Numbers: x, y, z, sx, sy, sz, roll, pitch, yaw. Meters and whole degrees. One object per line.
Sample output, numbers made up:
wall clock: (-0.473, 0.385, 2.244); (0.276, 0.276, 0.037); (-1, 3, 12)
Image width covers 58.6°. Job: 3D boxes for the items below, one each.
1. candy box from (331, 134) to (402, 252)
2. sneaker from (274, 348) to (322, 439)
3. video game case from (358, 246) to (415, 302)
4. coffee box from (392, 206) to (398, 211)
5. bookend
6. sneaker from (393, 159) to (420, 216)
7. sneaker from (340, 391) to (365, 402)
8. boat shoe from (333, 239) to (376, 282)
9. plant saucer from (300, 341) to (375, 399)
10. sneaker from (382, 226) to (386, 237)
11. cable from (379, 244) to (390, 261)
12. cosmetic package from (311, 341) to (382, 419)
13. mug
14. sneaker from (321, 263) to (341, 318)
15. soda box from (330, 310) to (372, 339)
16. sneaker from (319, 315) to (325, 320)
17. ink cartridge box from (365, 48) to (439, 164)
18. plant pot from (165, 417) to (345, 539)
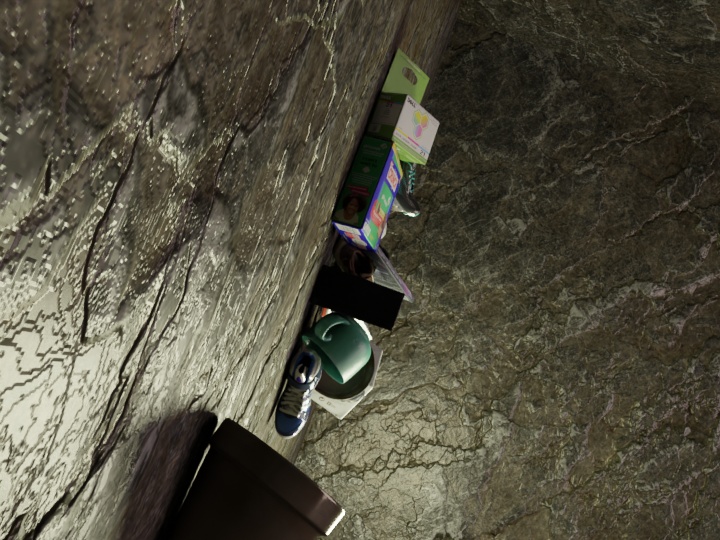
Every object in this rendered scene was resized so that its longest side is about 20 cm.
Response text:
candy box: (0.020, -0.160, 1.373); (0.169, 0.077, 0.200); (53, 54, -71)
sneaker: (-0.148, 0.273, 1.457); (0.147, 0.080, 0.200); (84, 27, -65)
video game case: (0.045, -0.007, 1.619); (0.019, 0.200, 0.143); (-44, -151, -16)
coffee box: (0.073, -0.224, 1.751); (0.200, 0.113, 0.080); (88, 9, -84)
bookend: (-0.019, 0.060, 1.518); (0.200, 0.198, 0.092); (-173, -77, -82)
sneaker: (0.097, -0.222, 1.493); (0.091, 0.200, 0.078); (-25, -171, 28)
sneaker: (-0.068, 0.258, 1.649); (0.078, 0.200, 0.086); (-30, 149, -52)
boat shoe: (0.000, 0.000, 1.595); (0.072, 0.072, 0.200); (-52, 144, -20)
plant saucer: (-0.061, 0.228, 1.610); (0.032, 0.200, 0.201); (-46, -161, 57)
sneaker: (0.024, -0.121, 1.721); (0.100, 0.078, 0.200); (94, 16, -45)
cable: (0.000, 0.003, 1.792); (0.051, 0.200, 0.164); (-12, 86, -48)
cosmetic package: (-0.057, 0.294, 1.918); (0.166, 0.167, 0.200); (-50, -172, 28)
mug: (-0.044, 0.171, 1.505); (0.114, 0.152, 0.185); (-40, -179, -19)
sneaker: (-0.037, 0.073, 1.746); (0.067, 0.108, 0.202); (-77, -176, -56)
soda box: (-0.031, 0.117, 1.701); (0.200, 0.063, 0.068); (64, 6, -50)
sneaker: (-0.113, 0.189, 1.749); (0.087, 0.074, 0.200); (-94, -159, -56)
ink cartridge box: (0.109, -0.352, 1.384); (0.148, 0.076, 0.200); (22, 88, -52)
plant pot: (-0.147, 0.317, 0.809); (0.174, 0.200, 0.200); (-52, 171, -21)
